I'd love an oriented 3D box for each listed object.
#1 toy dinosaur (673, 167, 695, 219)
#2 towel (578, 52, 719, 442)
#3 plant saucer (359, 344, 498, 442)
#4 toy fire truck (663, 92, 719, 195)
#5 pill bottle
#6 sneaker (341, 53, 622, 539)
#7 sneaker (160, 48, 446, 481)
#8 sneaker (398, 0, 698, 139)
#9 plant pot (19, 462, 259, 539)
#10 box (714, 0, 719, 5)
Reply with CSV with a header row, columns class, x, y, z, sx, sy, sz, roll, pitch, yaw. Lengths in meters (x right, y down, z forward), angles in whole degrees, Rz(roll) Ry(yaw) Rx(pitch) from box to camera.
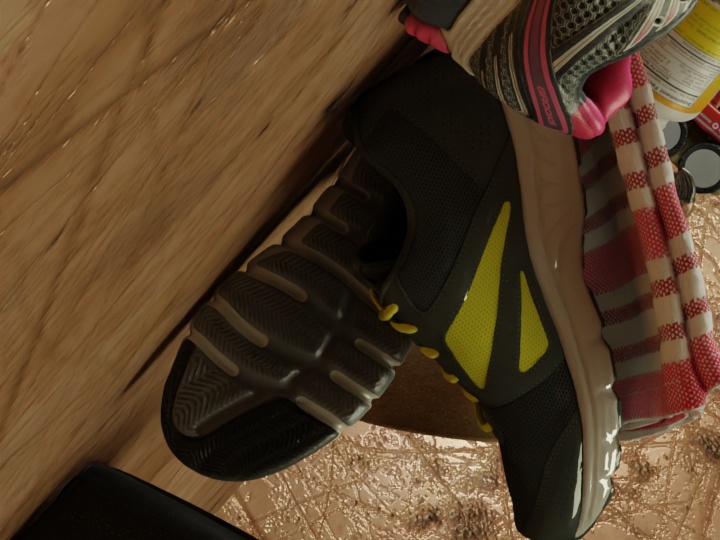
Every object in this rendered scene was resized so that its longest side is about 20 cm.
class,x,y,z,sx,sy,sz,roll,pitch,yaw
toy dinosaur,0.075,-0.026,1.120,0.086,0.136,0.200,-49,178,-7
towel,0.087,-0.038,0.896,0.030,0.200,0.146,-14,173,-5
plant saucer,0.042,0.029,1.133,0.200,0.200,0.035,-41,141,-69
toy fire truck,0.315,-0.188,2.175,0.200,0.176,0.129,-50,176,7
pill bottle,0.270,-0.200,2.007,0.200,0.109,0.109,-50,177,30
sneaker,0.042,0.011,0.896,0.085,0.200,0.074,-13,-163,-6
sneaker,0.000,0.000,0.978,0.200,0.075,0.115,-50,179,2
sneaker,0.088,-0.119,0.723,0.081,0.075,0.200,-47,176,-38
plant pot,-0.091,0.191,1.055,0.200,0.177,0.200,-48,176,-5
box,0.253,-0.215,1.382,0.109,0.128,0.200,-50,178,-7
